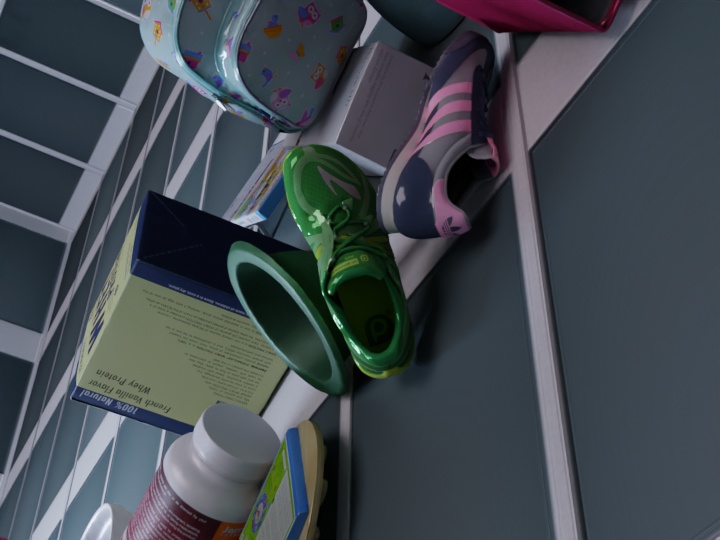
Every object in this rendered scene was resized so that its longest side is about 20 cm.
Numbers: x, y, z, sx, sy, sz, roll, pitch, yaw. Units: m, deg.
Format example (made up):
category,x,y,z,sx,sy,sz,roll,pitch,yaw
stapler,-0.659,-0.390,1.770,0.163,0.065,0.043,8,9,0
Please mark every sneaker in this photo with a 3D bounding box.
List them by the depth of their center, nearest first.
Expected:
category,x,y,z,sx,sy,sz,roll,pitch,yaw
sneaker,-0.004,-0.013,0.925,0.084,0.073,0.202,86,161,-84
sneaker,0.086,-0.108,0.943,0.081,0.070,0.201,11,65,29

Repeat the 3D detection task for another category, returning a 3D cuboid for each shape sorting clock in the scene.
category,x,y,z,sx,sy,sz,roll,pitch,yaw
shape sorting clock,-0.065,0.230,1.009,0.200,0.039,0.202,-160,90,-75

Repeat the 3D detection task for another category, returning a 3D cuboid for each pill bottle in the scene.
category,x,y,z,sx,sy,sz,roll,pitch,yaw
pill bottle,-0.158,0.235,1.144,0.201,0.112,0.113,-60,21,23

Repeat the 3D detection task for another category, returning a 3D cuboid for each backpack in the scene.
category,x,y,z,sx,sy,sz,roll,pitch,yaw
backpack,-0.105,-0.242,1.133,0.177,0.199,0.153,-61,36,5

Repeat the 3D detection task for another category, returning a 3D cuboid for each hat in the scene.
category,x,y,z,sx,sy,sz,roll,pitch,yaw
hat,0.000,0.000,1.064,0.176,0.167,0.199,-37,29,-21

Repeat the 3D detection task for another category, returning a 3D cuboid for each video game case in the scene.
category,x,y,z,sx,sy,sz,roll,pitch,yaw
video game case,-0.116,-0.117,1.485,0.144,0.018,0.200,-57,16,-15

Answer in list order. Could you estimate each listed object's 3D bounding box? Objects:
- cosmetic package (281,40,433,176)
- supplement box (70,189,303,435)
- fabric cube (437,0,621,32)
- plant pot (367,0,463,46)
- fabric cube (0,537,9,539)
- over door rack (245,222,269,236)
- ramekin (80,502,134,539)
category,x,y,z,sx,sy,sz,roll,pitch,yaw
cosmetic package,-0.003,-0.161,1.186,0.114,0.081,0.200,-68,18,-5
supplement box,-0.183,0.059,1.261,0.201,0.198,0.135,-58,20,29
fabric cube,0.099,-0.306,0.863,0.198,0.198,0.199,-68,18,6
plant pot,0.049,-0.347,1.161,0.201,0.134,0.201,-53,24,37
fabric cube,-0.304,0.394,1.067,0.201,0.194,0.201,100,-172,-53
over door rack,-0.177,0.053,1.475,0.200,0.066,0.148,-41,31,28
ramekin,-0.271,0.375,1.314,0.201,0.104,0.201,-52,26,38
